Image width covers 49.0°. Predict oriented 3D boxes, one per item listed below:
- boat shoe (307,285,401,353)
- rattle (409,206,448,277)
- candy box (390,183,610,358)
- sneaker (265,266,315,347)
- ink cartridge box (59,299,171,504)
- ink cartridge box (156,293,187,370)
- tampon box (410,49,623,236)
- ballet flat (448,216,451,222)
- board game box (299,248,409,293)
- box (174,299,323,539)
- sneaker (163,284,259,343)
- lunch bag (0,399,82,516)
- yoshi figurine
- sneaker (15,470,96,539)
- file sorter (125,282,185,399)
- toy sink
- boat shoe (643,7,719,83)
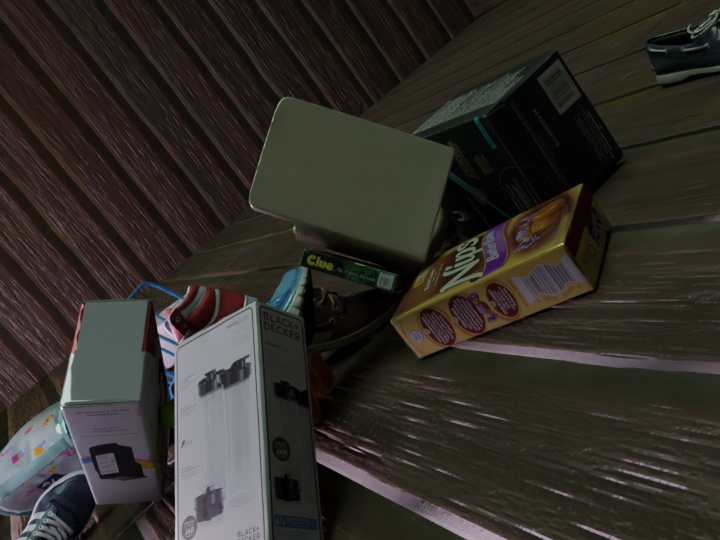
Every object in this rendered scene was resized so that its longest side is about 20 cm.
[{"bbox_3d":[-0.049,0.054,0.946,0.199,0.072,0.072,-21,19,-5],"label":"boat shoe"},{"bbox_3d":[0.043,-0.098,1.046,0.130,0.143,0.201,-20,45,55],"label":"rattle"},{"bbox_3d":[0.134,0.003,0.764,0.200,0.057,0.117,-29,16,36],"label":"candy box"},{"bbox_3d":[-0.101,0.057,0.819,0.090,0.079,0.200,4,31,11],"label":"sneaker"},{"bbox_3d":[-0.271,0.153,0.905,0.082,0.200,0.146,-2,46,-6],"label":"ink cartridge box"},{"bbox_3d":[-0.402,0.147,1.563,0.200,0.083,0.145,-35,14,11],"label":"ink cartridge box"},{"bbox_3d":[0.171,-0.141,0.933,0.126,0.150,0.200,-43,15,-18],"label":"tampon box"},{"bbox_3d":[0.093,-0.062,1.113,0.200,0.046,0.067,-43,36,1],"label":"ballet flat"},{"bbox_3d":[0.000,0.000,0.909,0.200,0.104,0.024,-2,-70,-84],"label":"board game box"},{"bbox_3d":[-0.097,0.140,0.656,0.116,0.060,0.201,-29,55,33],"label":"box"},{"bbox_3d":[-0.204,0.115,0.981,0.071,0.112,0.201,147,139,-65],"label":"sneaker"},{"bbox_3d":[-0.489,0.290,1.248,0.170,0.122,0.200,-37,8,0],"label":"lunch bag"},{"bbox_3d":[-0.126,0.162,0.878,0.199,0.112,0.112,-16,62,23],"label":"yoshi figurine"},{"bbox_3d":[-0.389,0.335,0.954,0.200,0.070,0.108,-50,12,-19],"label":"sneaker"},{"bbox_3d":[-0.305,0.138,1.122,0.200,0.122,0.139,-61,7,20],"label":"file sorter"},{"bbox_3d":[-0.012,-0.090,0.886,0.112,0.199,0.131,122,163,-80],"label":"toy sink"},{"bbox_3d":[0.421,-0.277,0.936,0.075,0.062,0.200,-39,14,-15],"label":"boat shoe"}]
